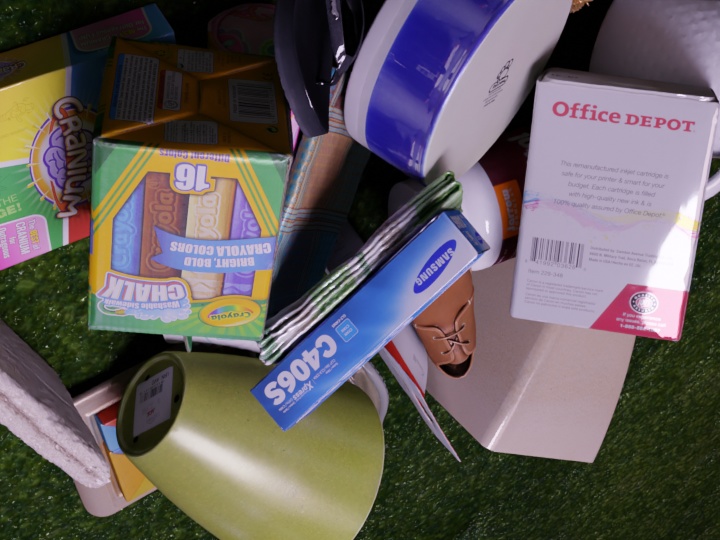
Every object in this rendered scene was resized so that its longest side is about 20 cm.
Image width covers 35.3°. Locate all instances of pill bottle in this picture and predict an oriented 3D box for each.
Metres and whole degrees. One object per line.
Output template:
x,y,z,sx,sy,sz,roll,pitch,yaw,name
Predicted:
0.131,-0.067,1.053,0.198,0.113,0.114,-20,140,-23,pill bottle

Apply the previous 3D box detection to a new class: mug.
0.300,-0.152,1.001,0.202,0.174,0.147,-61,149,-3,mug

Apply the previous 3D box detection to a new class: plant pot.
0.170,0.059,1.163,0.199,0.200,0.179,16,110,-46,plant pot
-0.112,0.152,1.005,0.199,0.188,0.187,31,108,-39,plant pot

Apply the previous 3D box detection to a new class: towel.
0.000,0.000,0.899,0.199,0.031,0.149,-41,175,0,towel
-0.268,0.085,0.873,0.034,0.133,0.201,-36,142,-6,towel
-0.031,-0.058,0.908,0.203,0.021,0.146,-70,166,9,towel

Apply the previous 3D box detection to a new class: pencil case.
-0.080,-0.099,0.869,0.086,0.088,0.202,-16,137,-26,pencil case

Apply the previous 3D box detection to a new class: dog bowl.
0.078,-0.166,0.873,0.200,0.078,0.201,-49,164,-19,dog bowl

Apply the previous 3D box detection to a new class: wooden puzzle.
-0.185,0.149,1.085,0.198,0.037,0.187,-24,141,-18,wooden puzzle

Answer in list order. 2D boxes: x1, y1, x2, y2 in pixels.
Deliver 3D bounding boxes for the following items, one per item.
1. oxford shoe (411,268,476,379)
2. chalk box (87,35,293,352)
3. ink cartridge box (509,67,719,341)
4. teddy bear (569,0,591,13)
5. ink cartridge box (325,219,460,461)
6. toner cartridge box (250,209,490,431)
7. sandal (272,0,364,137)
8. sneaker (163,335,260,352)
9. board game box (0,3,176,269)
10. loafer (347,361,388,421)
0.078,0.041,1.007,0.070,0.072,0.200,-22,153,3,oxford shoe
-0.121,-0.036,0.777,0.122,0.126,0.202,5,129,-11,chalk box
0.209,-0.056,0.943,0.086,0.145,0.203,-49,146,-70,ink cartridge box
0.192,-0.298,0.901,0.200,0.067,0.144,-48,139,12,teddy bear
0.035,0.060,1.035,0.047,0.201,0.161,-35,143,-4,ink cartridge box
0.010,0.036,0.871,0.200,0.043,0.095,-43,176,12,toner cartridge box
-0.021,-0.188,0.750,0.042,0.204,0.076,0,164,18,sandal
-0.131,0.033,0.993,0.080,0.071,0.200,-37,138,15,sneaker
-0.220,-0.088,0.807,0.198,0.040,0.154,-23,141,-18,board game box
-0.016,0.146,1.187,0.069,0.075,0.202,-28,142,-19,loafer
